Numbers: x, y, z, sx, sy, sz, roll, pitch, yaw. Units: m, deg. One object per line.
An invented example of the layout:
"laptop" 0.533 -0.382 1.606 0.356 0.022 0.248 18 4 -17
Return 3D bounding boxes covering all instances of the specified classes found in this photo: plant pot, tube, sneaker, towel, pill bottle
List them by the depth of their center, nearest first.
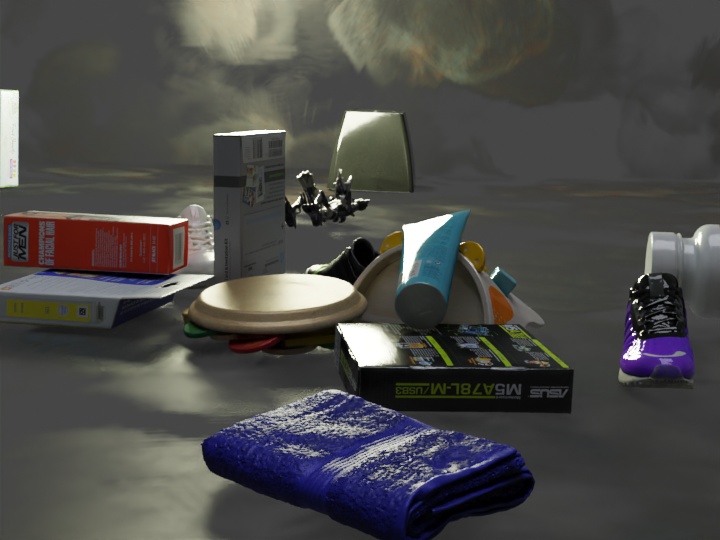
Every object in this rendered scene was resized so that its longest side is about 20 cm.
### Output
"towel" 0.003 0.130 0.889 0.199 0.050 0.147 10 12 41
"sneaker" 0.286 0.054 1.242 0.069 0.101 0.200 1 9 8
"tube" 0.069 -0.012 1.295 0.077 0.051 0.201 -8 26 13
"pill bottle" 0.447 0.003 1.539 0.197 0.116 0.114 3 10 8
"sneaker" 0.000 0.000 1.555 0.071 0.084 0.199 -4 11 -33
"sneaker" -0.216 -0.032 1.646 0.077 0.101 0.200 -2 10 -22
"plant pot" 0.032 -0.281 2.947 0.197 0.180 0.200 4 10 4

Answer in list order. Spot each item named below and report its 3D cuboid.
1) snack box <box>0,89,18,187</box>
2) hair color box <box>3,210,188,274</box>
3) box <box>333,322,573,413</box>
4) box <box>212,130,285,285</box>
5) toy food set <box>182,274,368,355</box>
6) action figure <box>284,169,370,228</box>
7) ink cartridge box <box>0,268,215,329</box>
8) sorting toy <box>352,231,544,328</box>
"snack box" -0.787 -0.283 2.705 0.141 0.203 0.053 9 11 36
"hair color box" -0.314 -0.035 1.528 0.197 0.065 0.111 2 6 3
"box" 0.079 0.087 1.178 0.191 0.048 0.200 3 8 -8
"box" -0.136 -0.071 1.586 0.041 0.203 0.156 2 9 17
"toy food set" -0.090 0.046 1.347 0.197 0.049 0.198 -4 13 -11
"action figure" -0.061 -0.131 2.272 0.118 0.103 0.199 -6 6 29
"ink cartridge box" -0.287 0.030 1.441 0.197 0.048 0.198 6 8 10
"sorting toy" 0.116 0.033 1.424 0.198 0.108 0.179 10 -6 38
